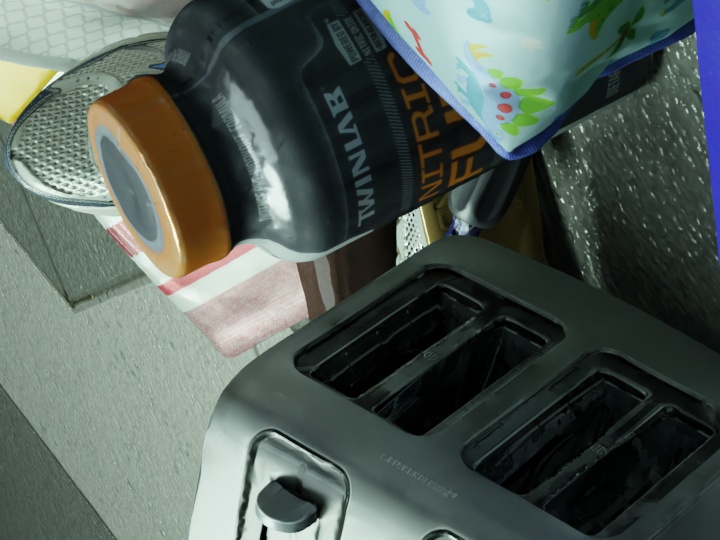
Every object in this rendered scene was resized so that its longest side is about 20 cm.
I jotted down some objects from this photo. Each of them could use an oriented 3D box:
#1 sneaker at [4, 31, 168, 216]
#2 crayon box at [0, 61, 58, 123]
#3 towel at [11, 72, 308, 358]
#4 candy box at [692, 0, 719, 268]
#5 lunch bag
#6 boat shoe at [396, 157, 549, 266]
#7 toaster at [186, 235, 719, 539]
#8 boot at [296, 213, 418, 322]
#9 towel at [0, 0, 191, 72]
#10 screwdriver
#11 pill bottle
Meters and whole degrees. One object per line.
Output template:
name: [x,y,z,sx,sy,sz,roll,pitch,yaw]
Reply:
sneaker: [-0.060,-0.068,1.028,0.085,0.199,0.078,-12,-89,-76]
crayon box: [-0.134,-0.158,1.172,0.051,0.126,0.200,33,134,-18]
towel: [-0.084,-0.052,1.273,0.144,0.023,0.200,-28,112,38]
candy box: [0.175,-0.014,0.713,0.169,0.077,0.201,44,153,44]
lunch bag: [0.034,-0.167,0.813,0.200,0.127,0.170,46,159,18]
boat shoe: [0.052,0.008,1.117,0.069,0.070,0.201,-129,31,-68]
toaster: [0.057,0.094,0.981,0.180,0.200,0.119,29,130,28]
boot: [0.000,0.000,1.132,0.200,0.072,0.168,60,-155,-66]
towel: [-0.096,-0.135,1.039,0.191,0.199,0.032,-34,54,45]
screwdriver: [0.030,0.010,1.069,0.201,0.028,0.029,-63,22,24]
pill bottle: [0.001,-0.071,0.921,0.106,0.199,0.106,53,161,28]
